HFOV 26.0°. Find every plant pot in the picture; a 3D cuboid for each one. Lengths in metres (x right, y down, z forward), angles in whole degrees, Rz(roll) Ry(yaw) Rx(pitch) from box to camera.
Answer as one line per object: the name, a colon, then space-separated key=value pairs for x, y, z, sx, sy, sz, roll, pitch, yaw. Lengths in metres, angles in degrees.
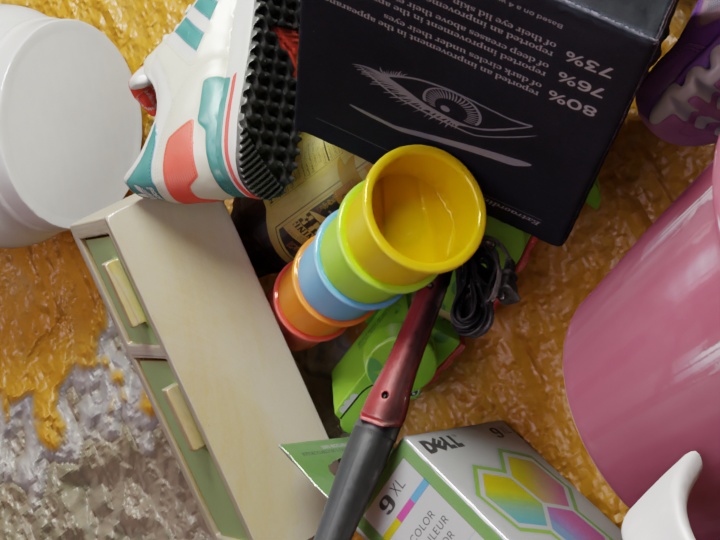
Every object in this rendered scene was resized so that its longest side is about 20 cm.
plant pot: x=0.190 y=0.026 z=0.657 sx=0.179 sy=0.199 sz=0.201 roll=-37 pitch=71 yaw=44

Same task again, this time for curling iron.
curling iron: x=0.017 y=0.068 z=0.735 sx=0.049 sy=0.026 sz=0.201 roll=18 pitch=75 yaw=48

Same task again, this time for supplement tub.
supplement tub: x=-0.247 y=-0.087 z=0.954 sx=0.199 sy=0.144 sz=0.146 roll=2 pitch=91 yaw=33

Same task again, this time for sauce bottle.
sauce bottle: x=-0.026 y=-0.039 z=0.851 sx=0.200 sy=0.066 sz=0.066 roll=-36 pitch=71 yaw=43

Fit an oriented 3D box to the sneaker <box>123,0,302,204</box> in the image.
sneaker: x=-0.076 y=-0.122 z=0.804 sx=0.093 sy=0.070 sz=0.201 roll=-8 pitch=59 yaw=25

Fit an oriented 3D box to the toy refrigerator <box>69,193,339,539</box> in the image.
toy refrigerator: x=-0.082 y=0.053 z=0.840 sx=0.076 sy=0.070 sz=0.201 roll=-3 pitch=112 yaw=64

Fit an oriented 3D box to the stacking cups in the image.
stacking cups: x=0.000 y=0.000 z=0.777 sx=0.200 sy=0.060 sz=0.061 roll=136 pitch=118 yaw=-66

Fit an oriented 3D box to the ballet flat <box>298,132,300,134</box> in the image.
ballet flat: x=-0.036 y=-0.103 z=0.865 sx=0.199 sy=0.070 sz=0.066 roll=-16 pitch=92 yaw=35

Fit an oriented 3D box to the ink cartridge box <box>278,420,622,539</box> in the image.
ink cartridge box: x=0.064 y=0.129 z=0.778 sx=0.200 sy=0.104 sz=0.060 roll=43 pitch=111 yaw=26

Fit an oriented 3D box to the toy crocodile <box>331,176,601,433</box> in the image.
toy crocodile: x=0.048 y=0.008 z=0.817 sx=0.200 sy=0.061 sz=0.068 roll=-54 pitch=23 yaw=22

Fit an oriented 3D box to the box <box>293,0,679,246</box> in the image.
box: x=0.058 y=-0.117 z=0.676 sx=0.147 sy=0.200 sz=0.105 roll=24 pitch=69 yaw=5

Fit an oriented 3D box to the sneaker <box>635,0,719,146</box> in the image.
sneaker: x=0.195 y=-0.146 z=0.712 sx=0.200 sy=0.080 sz=0.089 roll=-48 pitch=60 yaw=19

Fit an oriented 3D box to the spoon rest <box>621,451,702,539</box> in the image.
spoon rest: x=0.170 y=0.159 z=0.572 sx=0.200 sy=0.060 sz=0.100 roll=47 pitch=118 yaw=17
